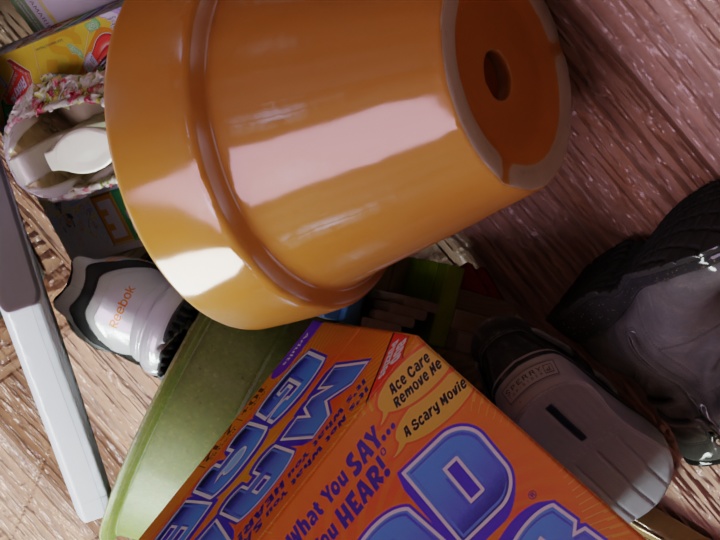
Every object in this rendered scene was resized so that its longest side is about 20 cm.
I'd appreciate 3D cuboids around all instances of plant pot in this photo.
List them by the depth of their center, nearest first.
[{"bbox_3d":[0.000,-0.084,1.509,0.182,0.200,0.201,-13,118,34],"label":"plant pot"},{"bbox_3d":[-0.027,0.113,1.754,0.189,0.201,0.200,26,144,3],"label":"plant pot"}]

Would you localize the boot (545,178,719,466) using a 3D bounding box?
[{"bbox_3d":[0.192,0.031,1.537,0.131,0.068,0.200,43,153,-6],"label":"boot"}]

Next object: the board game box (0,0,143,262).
[{"bbox_3d":[-0.132,-0.082,1.670,0.199,0.034,0.135,-14,108,53],"label":"board game box"}]

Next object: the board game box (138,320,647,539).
[{"bbox_3d":[0.012,0.169,1.572,0.200,0.200,0.200,41,170,-14],"label":"board game box"}]

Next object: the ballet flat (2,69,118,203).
[{"bbox_3d":[-0.157,-0.073,1.622,0.200,0.064,0.076,-18,104,54],"label":"ballet flat"}]

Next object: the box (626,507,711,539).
[{"bbox_3d":[0.210,0.224,1.743,0.199,0.021,0.164,30,143,20],"label":"box"}]

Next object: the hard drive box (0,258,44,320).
[{"bbox_3d":[-0.337,0.015,1.972,0.199,0.156,0.077,5,131,44],"label":"hard drive box"}]

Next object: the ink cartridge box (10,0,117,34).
[{"bbox_3d":[-0.141,-0.192,1.651,0.146,0.048,0.200,54,147,-13],"label":"ink cartridge box"}]

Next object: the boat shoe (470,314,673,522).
[{"bbox_3d":[0.118,0.079,1.628,0.071,0.072,0.200,61,-176,34],"label":"boat shoe"}]

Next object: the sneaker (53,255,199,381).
[{"bbox_3d":[-0.130,0.021,1.742,0.080,0.074,0.200,23,175,5],"label":"sneaker"}]

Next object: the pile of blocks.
[{"bbox_3d":[0.000,0.000,1.643,0.199,0.063,0.082,14,178,-3],"label":"pile of blocks"}]

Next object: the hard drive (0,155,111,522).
[{"bbox_3d":[-0.189,0.037,1.718,0.201,0.027,0.132,77,173,-49],"label":"hard drive"}]

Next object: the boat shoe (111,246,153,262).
[{"bbox_3d":[-0.122,-0.030,1.790,0.200,0.072,0.065,-34,63,55],"label":"boat shoe"}]
